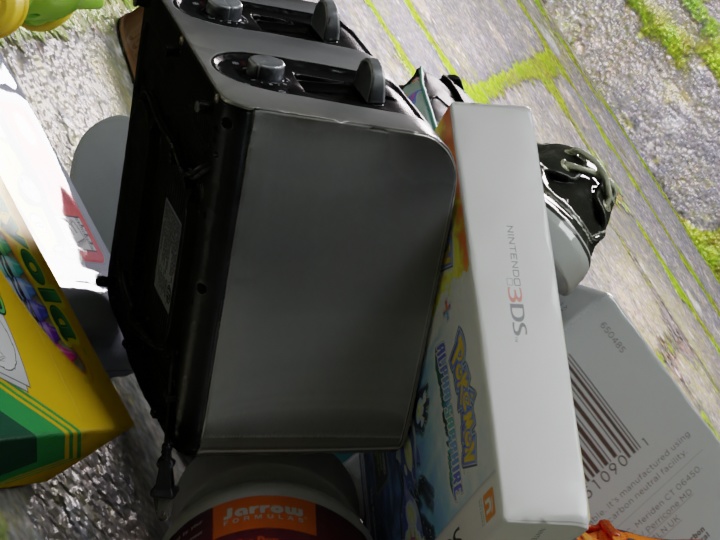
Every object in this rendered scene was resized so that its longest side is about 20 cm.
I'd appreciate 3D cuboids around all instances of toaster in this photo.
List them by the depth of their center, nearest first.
[{"bbox_3d":[-0.045,-0.017,1.112,0.118,0.202,0.181,3,23,-18],"label":"toaster"}]

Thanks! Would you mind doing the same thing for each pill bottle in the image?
[{"bbox_3d":[-0.041,0.163,1.073,0.110,0.109,0.201,50,17,-26],"label":"pill bottle"}]

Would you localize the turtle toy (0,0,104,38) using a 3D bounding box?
[{"bbox_3d":[-0.209,-0.204,1.265,0.199,0.101,0.146,38,11,0],"label":"turtle toy"}]

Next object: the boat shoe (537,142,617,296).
[{"bbox_3d":[0.102,-0.040,1.305,0.071,0.064,0.200,50,3,-10],"label":"boat shoe"}]

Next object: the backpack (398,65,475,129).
[{"bbox_3d":[0.065,-0.021,1.698,0.176,0.153,0.200,45,10,-33],"label":"backpack"}]

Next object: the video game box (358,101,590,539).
[{"bbox_3d":[0.042,0.056,1.097,0.046,0.182,0.202,4,61,-19],"label":"video game box"}]

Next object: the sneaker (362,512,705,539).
[{"bbox_3d":[0.094,0.133,1.219,0.078,0.198,0.113,-155,-122,-73],"label":"sneaker"}]

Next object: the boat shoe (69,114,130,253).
[{"bbox_3d":[-0.098,0.014,1.294,0.201,0.068,0.057,67,9,12],"label":"boat shoe"}]

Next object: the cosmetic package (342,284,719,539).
[{"bbox_3d":[0.091,0.113,1.361,0.165,0.165,0.200,52,-8,-15],"label":"cosmetic package"}]

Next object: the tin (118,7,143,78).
[{"bbox_3d":[-0.098,-0.097,1.560,0.112,0.042,0.201,33,28,-49],"label":"tin"}]

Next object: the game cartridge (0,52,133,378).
[{"bbox_3d":[-0.180,-0.037,1.181,0.201,0.041,0.133,60,19,11],"label":"game cartridge"}]

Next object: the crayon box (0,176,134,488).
[{"bbox_3d":[-0.194,-0.005,1.023,0.201,0.058,0.172,61,15,9],"label":"crayon box"}]

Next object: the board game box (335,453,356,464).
[{"bbox_3d":[0.000,0.000,1.371,0.047,0.151,0.200,48,4,-34],"label":"board game box"}]
